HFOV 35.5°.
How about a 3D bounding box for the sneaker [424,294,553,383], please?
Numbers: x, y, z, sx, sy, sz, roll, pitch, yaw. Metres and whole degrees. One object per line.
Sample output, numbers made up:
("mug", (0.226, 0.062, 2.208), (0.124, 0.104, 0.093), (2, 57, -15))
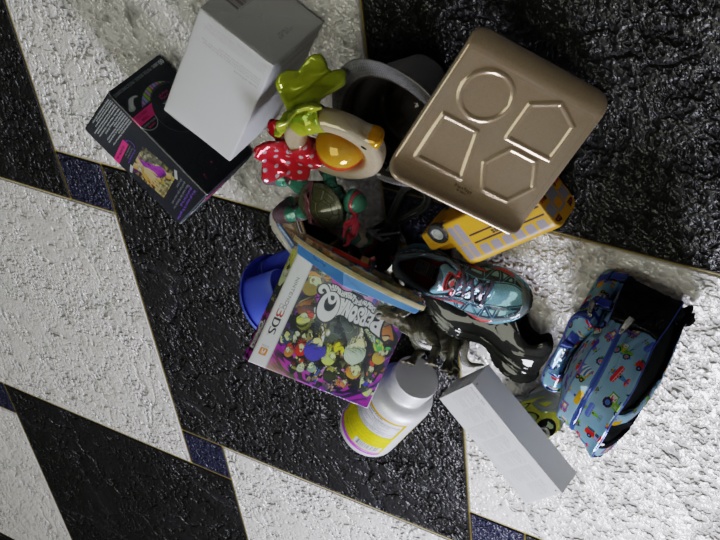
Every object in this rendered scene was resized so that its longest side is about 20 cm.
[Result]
("sneaker", (0.182, 0.068, 1.568), (0.200, 0.076, 0.091), (34, 129, 1))

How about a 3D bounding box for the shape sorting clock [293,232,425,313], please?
("shape sorting clock", (0.000, 0.000, 1.509), (0.200, 0.200, 0.039), (27, 96, 16))

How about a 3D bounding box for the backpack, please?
("backpack", (0.305, 0.124, 1.407), (0.134, 0.200, 0.183), (30, 141, 13))

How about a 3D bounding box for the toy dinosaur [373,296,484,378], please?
("toy dinosaur", (0.116, 0.095, 1.614), (0.200, 0.102, 0.077), (18, 165, -26))

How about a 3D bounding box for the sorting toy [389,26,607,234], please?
("sorting toy", (0.156, -0.158, 1.294), (0.185, 0.036, 0.200), (24, 115, -18))

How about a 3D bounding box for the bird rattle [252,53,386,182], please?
("bird rattle", (-0.050, -0.154, 1.383), (0.163, 0.113, 0.200), (22, 148, 3))

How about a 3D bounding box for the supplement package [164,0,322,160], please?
("supplement package", (-0.157, -0.266, 1.474), (0.120, 0.121, 0.200), (38, 140, 3))

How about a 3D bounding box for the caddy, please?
("caddy", (-0.094, 0.058, 1.713), (0.200, 0.141, 0.105), (50, 140, -10))

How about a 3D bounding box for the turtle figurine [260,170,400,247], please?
("turtle figurine", (-0.042, -0.101, 1.536), (0.200, 0.101, 0.150), (9, 107, 37))

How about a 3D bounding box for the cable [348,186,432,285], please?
("cable", (0.045, -0.063, 1.580), (0.097, 0.050, 0.200), (32, 129, 15))

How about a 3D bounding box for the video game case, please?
("video game case", (-0.042, 0.082, 1.626), (0.200, 0.181, 0.036), (25, -178, -20))

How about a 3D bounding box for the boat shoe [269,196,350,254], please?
("boat shoe", (-0.052, -0.022, 1.659), (0.200, 0.072, 0.072), (48, 139, -10))

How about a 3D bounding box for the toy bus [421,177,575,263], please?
("toy bus", (0.172, -0.068, 1.442), (0.078, 0.065, 0.200), (49, 140, -13))

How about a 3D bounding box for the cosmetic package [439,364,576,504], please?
("cosmetic package", (0.208, 0.231, 1.586), (0.200, 0.051, 0.083), (51, 144, -4))

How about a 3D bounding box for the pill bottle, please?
("pill bottle", (0.048, 0.211, 1.773), (0.104, 0.104, 0.200), (39, 141, 2))

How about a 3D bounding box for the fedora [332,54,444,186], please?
("fedora", (0.056, -0.199, 1.390), (0.177, 0.090, 0.200), (29, 145, 16))

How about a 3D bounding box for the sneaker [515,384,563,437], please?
("sneaker", (0.232, 0.229, 1.664), (0.075, 0.076, 0.200), (41, 142, -3))

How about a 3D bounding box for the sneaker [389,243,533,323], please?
("sneaker", (0.128, 0.022, 1.498), (0.200, 0.096, 0.079), (17, 98, 19))

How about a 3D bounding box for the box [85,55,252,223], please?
("box", (-0.279, -0.190, 1.642), (0.200, 0.122, 0.106), (46, 140, -7))
